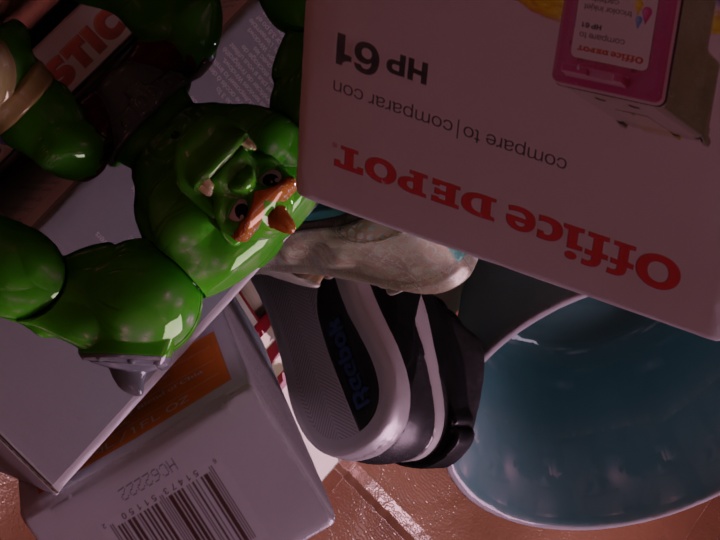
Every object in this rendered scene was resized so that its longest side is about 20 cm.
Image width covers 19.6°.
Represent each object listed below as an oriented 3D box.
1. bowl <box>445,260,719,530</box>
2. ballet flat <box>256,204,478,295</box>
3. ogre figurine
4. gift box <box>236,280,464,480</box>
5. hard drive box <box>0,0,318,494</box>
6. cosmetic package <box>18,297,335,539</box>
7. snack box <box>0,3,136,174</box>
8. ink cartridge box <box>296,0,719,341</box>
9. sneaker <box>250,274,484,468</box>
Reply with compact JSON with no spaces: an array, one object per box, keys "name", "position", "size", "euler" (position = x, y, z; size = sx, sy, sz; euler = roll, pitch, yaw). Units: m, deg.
[{"name":"bowl","position":[0.128,0.031,1.062],"size":[0.201,0.200,0.105],"euler":[-43,-139,31]},{"name":"ballet flat","position":[-0.018,-0.015,0.862],"size":[0.067,0.062,0.200],"euler":[-48,-158,-14]},{"name":"ogre figurine","position":[-0.065,-0.051,0.692],"size":[0.200,0.120,0.098],"euler":[-48,-175,-28]},{"name":"gift box","position":[-0.075,-0.003,1.090],"size":[0.200,0.185,0.187],"euler":[15,-124,49]},{"name":"hard drive box","position":[-0.103,-0.020,0.825],"size":[0.200,0.077,0.156],"euler":[-48,-159,-16]},{"name":"cosmetic package","position":[-0.084,0.062,0.860],"size":[0.101,0.071,0.200],"euler":[-31,-160,-1]},{"name":"snack box","position":[-0.143,-0.045,0.784],"size":[0.200,0.024,0.072],"euler":[-46,-173,-11]},{"name":"ink cartridge box","position":[0.066,-0.097,0.589],"size":[0.085,0.144,0.201],"euler":[-48,150,-46]},{"name":"sneaker","position":[0.000,0.000,0.965],"size":[0.073,0.201,0.112],"euler":[-23,157,25]}]
